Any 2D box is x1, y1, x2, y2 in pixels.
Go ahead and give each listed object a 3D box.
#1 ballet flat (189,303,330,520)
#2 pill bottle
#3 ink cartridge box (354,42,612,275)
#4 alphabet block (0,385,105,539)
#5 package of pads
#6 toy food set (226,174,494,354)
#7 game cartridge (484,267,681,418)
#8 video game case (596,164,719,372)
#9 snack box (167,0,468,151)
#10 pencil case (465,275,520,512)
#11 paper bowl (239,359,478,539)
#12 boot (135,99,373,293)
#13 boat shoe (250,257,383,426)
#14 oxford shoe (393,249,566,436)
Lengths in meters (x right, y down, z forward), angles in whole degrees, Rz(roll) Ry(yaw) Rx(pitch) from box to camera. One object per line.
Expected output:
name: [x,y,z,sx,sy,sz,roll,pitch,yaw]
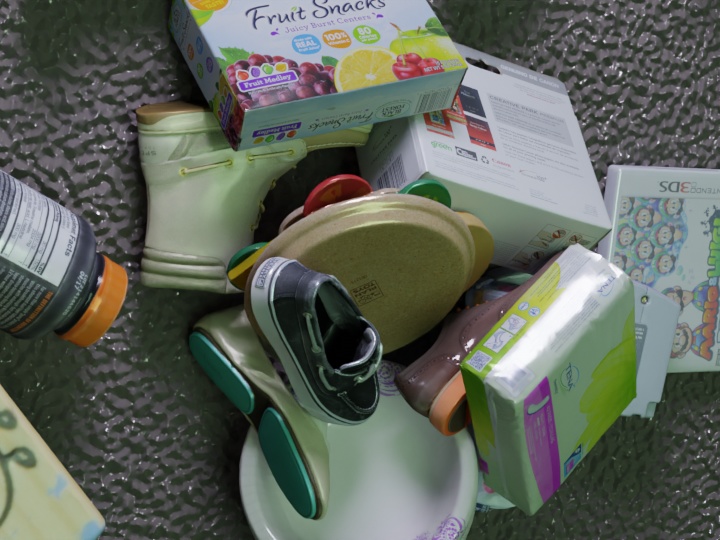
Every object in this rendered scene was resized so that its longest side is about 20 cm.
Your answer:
ballet flat: [-0.066,0.110,1.405,0.069,0.070,0.200,-28,69,-20]
pill bottle: [-0.273,-0.016,1.291,0.200,0.106,0.107,33,85,-31]
ink cartridge box: [0.098,-0.101,1.471,0.199,0.176,0.084,15,136,-31]
alphabet block: [-0.336,0.149,1.244,0.195,0.196,0.200,-42,118,-16]
package of pads: [0.160,0.089,1.397,0.155,0.068,0.200,-46,150,-20]
toy food set: [0.000,0.000,1.374,0.199,0.049,0.198,-34,139,18]
game cartridge: [0.197,0.063,1.595,0.199,0.042,0.134,9,94,-20]
video game case: [0.305,0.001,1.663,0.181,0.024,0.201,0,102,-29]
snack box: [-0.035,-0.179,1.368,0.199,0.143,0.053,-14,146,-26]
pencil case: [0.120,0.108,1.517,0.090,0.083,0.201,13,98,4]
paper bowl: [0.000,0.183,1.458,0.199,0.104,0.202,-1,70,3]
boot: [-0.086,-0.061,1.405,0.199,0.072,0.156,-4,103,-23]
boat shoe: [-0.016,0.062,1.332,0.072,0.067,0.200,-61,144,-28]
oxford shoe: [0.110,0.044,1.426,0.200,0.073,0.071,-43,151,-20]
